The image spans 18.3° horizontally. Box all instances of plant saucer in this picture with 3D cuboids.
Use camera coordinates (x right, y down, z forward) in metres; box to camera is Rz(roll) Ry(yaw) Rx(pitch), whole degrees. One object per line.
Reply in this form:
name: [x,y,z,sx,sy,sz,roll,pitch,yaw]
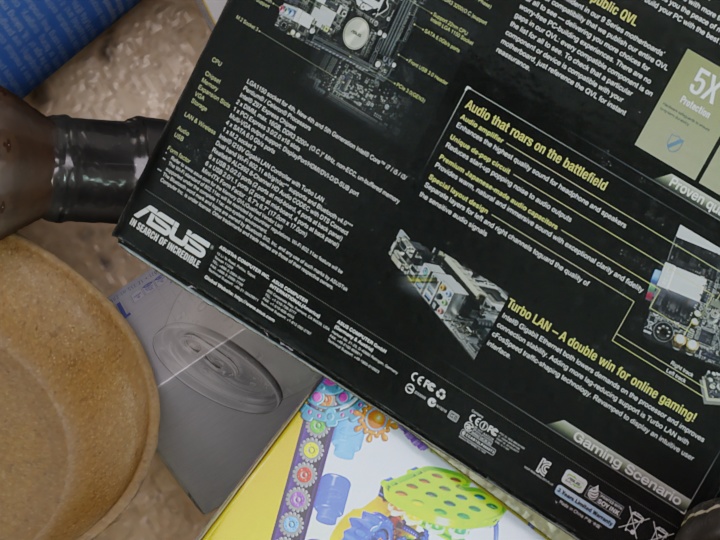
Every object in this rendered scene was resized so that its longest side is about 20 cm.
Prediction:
plant saucer: [-0.167,0.047,0.751,0.198,0.036,0.201,11,36,-8]

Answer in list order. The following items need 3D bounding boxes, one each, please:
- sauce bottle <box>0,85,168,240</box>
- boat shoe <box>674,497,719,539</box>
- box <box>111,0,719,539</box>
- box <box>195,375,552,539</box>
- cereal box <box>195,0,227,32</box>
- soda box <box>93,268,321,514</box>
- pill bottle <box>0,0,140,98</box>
sauce bottle: [-0.162,-0.038,0.780,0.198,0.065,0.065,3,79,-20]
boat shoe: [0.159,0.095,0.660,0.200,0.071,0.067,26,61,-36]
box: [0.053,-0.032,0.673,0.199,0.086,0.165,31,104,14]
box: [0.030,0.151,0.751,0.192,0.200,0.122,37,82,7]
cereal box: [0.002,-0.132,0.821,0.143,0.040,0.201,-29,123,-4]
soda box: [0.000,0.000,0.831,0.199,0.068,0.064,-33,39,-3]
pill bottle: [-0.148,-0.121,0.847,0.200,0.112,0.112,-41,82,-6]
